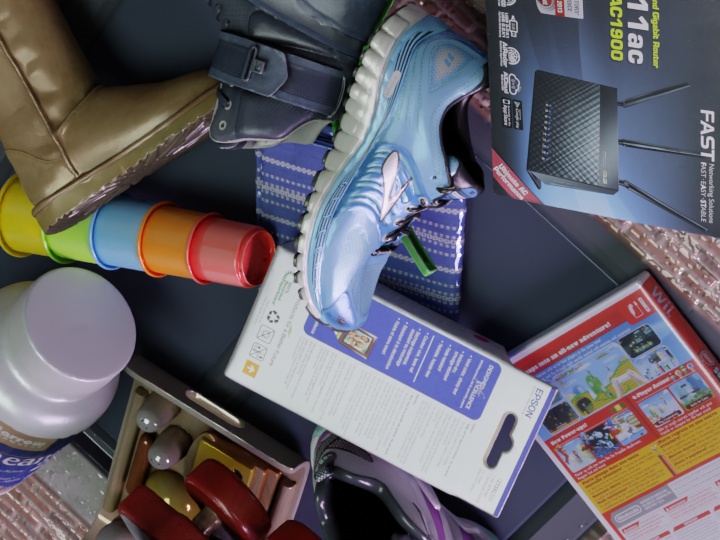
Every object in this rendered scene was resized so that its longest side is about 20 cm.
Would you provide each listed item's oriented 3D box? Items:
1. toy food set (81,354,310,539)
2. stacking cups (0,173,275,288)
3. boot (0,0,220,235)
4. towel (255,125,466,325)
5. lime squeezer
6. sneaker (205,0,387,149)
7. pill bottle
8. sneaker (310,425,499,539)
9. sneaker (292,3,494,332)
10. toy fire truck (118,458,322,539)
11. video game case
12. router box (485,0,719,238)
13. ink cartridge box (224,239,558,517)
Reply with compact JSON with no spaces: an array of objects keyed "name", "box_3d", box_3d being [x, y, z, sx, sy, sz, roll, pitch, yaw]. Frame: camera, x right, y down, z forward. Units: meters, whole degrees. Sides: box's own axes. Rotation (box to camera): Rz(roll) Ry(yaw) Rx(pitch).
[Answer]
[{"name":"toy food set","box_3d":[-0.125,0.168,1.831,0.143,0.060,0.200,30,131,14]},{"name":"stacking cups","box_3d":[-0.148,-0.026,1.711,0.200,0.060,0.061,9,123,35]},{"name":"boot","box_3d":[-0.189,-0.146,1.666,0.175,0.066,0.200,-31,85,14]},{"name":"towel","box_3d":[0.000,0.000,1.674,0.145,0.024,0.200,17,128,21]},{"name":"lime squeezer","box_3d":[0.012,-0.097,1.583,0.071,0.038,0.200,1,104,21]},{"name":"sneaker","box_3d":[-0.086,-0.152,1.559,0.202,0.077,0.146,24,105,23]},{"name":"pill bottle","box_3d":[-0.232,0.074,1.792,0.111,0.111,0.200,48,140,-3]},{"name":"sneaker","box_3d":[0.032,0.191,1.678,0.078,0.140,0.200,-39,101,17]},{"name":"sneaker","box_3d":[0.024,-0.049,1.530,0.090,0.078,0.200,23,112,10]},{"name":"toy fire truck","box_3d":[-0.080,0.231,1.747,0.200,0.112,0.168,34,157,37]},{"name":"video game case","box_3d":[0.186,0.109,1.621,0.143,0.017,0.200,-33,98,42]},{"name":"router box","box_3d":[0.149,-0.125,1.465,0.150,0.062,0.200,11,124,26]},{"name":"ink cartridge box","box_3d":[0.020,0.067,1.647,0.200,0.037,0.095,28,106,14]}]
